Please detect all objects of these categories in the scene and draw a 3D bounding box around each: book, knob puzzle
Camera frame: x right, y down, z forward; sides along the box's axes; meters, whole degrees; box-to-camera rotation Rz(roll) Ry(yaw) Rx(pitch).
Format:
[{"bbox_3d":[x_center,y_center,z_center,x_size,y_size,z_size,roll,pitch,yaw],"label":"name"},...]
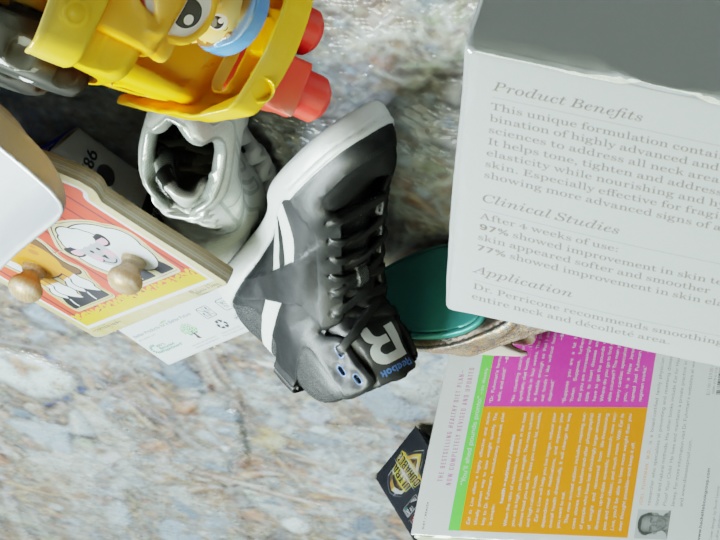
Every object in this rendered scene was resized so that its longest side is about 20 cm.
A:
[{"bbox_3d":[0.130,0.087,1.455,0.199,0.135,0.048,-1,161,37],"label":"book"},{"bbox_3d":[-0.191,-0.022,1.455,0.218,0.031,0.220,20,157,9],"label":"knob puzzle"}]

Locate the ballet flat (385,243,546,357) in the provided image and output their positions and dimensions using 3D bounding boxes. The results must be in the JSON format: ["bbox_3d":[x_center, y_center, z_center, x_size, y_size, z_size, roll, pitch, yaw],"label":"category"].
[{"bbox_3d":[0.089,0.016,1.450,0.199,0.068,0.067,-13,144,41],"label":"ballet flat"}]

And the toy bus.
[{"bbox_3d":[-0.086,-0.123,1.214,0.191,0.136,0.200,26,177,-22],"label":"toy bus"}]

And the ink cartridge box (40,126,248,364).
[{"bbox_3d":[-0.148,-0.022,1.526,0.200,0.039,0.099,36,143,-29],"label":"ink cartridge box"}]

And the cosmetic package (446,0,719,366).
[{"bbox_3d":[0.136,-0.084,1.183,0.166,0.167,0.200,13,148,6],"label":"cosmetic package"}]

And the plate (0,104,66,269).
[{"bbox_3d":[-0.238,-0.081,1.339,0.200,0.032,0.199,42,154,-7],"label":"plate"}]

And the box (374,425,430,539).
[{"bbox_3d":[0.118,0.197,1.610,0.198,0.200,0.050,36,98,-27],"label":"box"}]

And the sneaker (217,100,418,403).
[{"bbox_3d":[0.000,0.000,1.414,0.112,0.073,0.200,52,150,11],"label":"sneaker"}]

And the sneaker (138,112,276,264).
[{"bbox_3d":[-0.087,-0.054,1.413,0.075,0.081,0.200,10,148,7],"label":"sneaker"}]
